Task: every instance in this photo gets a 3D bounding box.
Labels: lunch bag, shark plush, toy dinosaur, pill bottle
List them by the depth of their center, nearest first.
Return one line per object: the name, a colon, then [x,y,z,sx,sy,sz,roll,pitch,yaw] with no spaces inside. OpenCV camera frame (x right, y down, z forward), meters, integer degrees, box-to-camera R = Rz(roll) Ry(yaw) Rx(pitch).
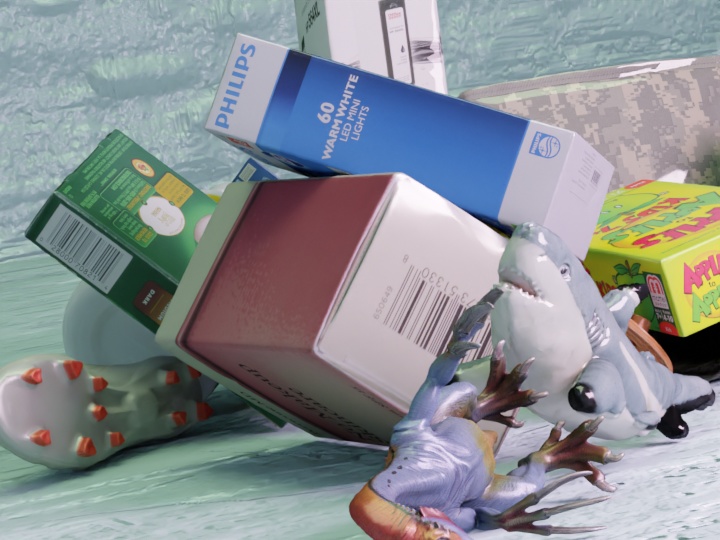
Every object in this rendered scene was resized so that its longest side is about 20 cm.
toy dinosaur: [0.041,0.101,1.129,0.181,0.105,0.200,-27,-17,-47]
shark plush: [0.131,0.041,1.268,0.200,0.083,0.091,20,-12,-39]
pill bottle: [-0.113,0.012,1.727,0.112,0.112,0.200,-6,20,21]
lunch bag: [0.163,-0.049,1.774,0.200,0.164,0.118,-5,-19,-13]

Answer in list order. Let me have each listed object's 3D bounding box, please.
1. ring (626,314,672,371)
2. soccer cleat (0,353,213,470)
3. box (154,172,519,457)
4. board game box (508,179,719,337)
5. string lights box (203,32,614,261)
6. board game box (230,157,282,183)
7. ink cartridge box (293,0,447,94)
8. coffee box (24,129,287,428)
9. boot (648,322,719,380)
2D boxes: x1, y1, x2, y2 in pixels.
ring: [0.089,0.015,1.468,0.200,0.019,0.200,24,-14,6]
soccer cleat: [-0.168,0.084,1.533,0.077,0.069,0.200,-11,-4,31]
box: [-0.002,0.024,1.397,0.128,0.109,0.200,32,-15,-24]
board game box: [0.177,-0.010,1.505,0.101,0.048,0.200,-22,12,-19]
string lights box: [0.028,-0.067,1.397,0.200,0.059,0.103,17,-3,20]
board game box: [0.000,0.000,1.648,0.135,0.034,0.200,36,1,-26]
ink cartridge box: [0.007,-0.136,1.803,0.084,0.200,0.146,-6,-8,-9]
coffee box: [-0.101,0.004,1.590,0.044,0.200,0.123,-53,3,26]
boot: [0.283,0.016,1.539,0.200,0.073,0.182,-3,-13,-44]
